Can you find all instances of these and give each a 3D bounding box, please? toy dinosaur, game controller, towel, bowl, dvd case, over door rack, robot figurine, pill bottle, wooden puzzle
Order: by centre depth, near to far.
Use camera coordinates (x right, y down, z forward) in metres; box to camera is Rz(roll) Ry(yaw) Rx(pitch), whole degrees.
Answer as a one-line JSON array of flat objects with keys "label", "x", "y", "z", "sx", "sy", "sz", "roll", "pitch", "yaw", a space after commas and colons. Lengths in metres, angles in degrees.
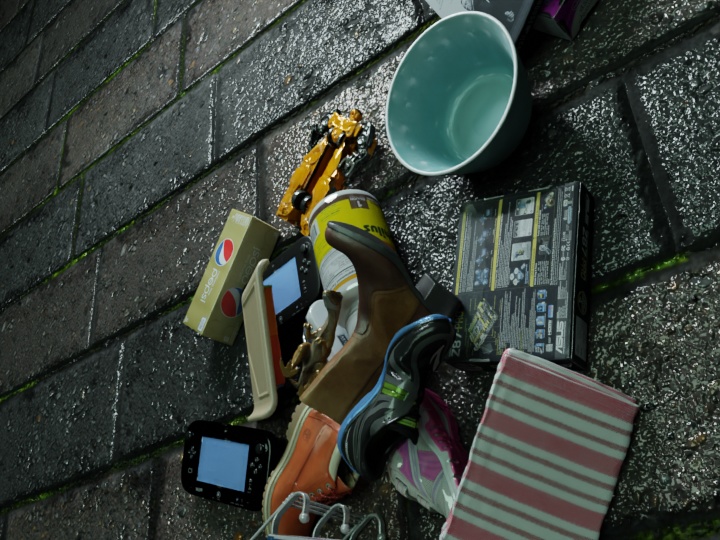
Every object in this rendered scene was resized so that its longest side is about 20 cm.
[{"label": "towel", "x": 0.175, "y": 0.195, "z": 0.697, "sx": 0.143, "sy": 0.030, "sz": 0.204, "roll": 21, "pitch": 84, "yaw": 5}, {"label": "over door rack", "x": -0.081, "y": 0.343, "z": 0.827, "sx": 0.199, "sy": 0.147, "sz": 0.067, "roll": -41, "pitch": 43, "yaw": 19}, {"label": "toy dinosaur", "x": -0.060, "y": 0.116, "z": 0.883, "sx": 0.060, "sy": 0.106, "sz": 0.202, "roll": 32, "pitch": 125, "yaw": 6}, {"label": "bowl", "x": 0.137, "y": -0.206, "z": 0.897, "sx": 0.198, "sy": 0.104, "sz": 0.206, "roll": -13, "pitch": 72, "yaw": 42}, {"label": "dvd case", "x": 0.157, "y": -0.374, "z": 0.934, "sx": 0.202, "sy": 0.024, "sz": 0.152, "roll": 57, "pitch": 149, "yaw": 27}, {"label": "pill bottle", "x": 0.000, "y": 0.000, "z": 0.935, "sx": 0.108, "sy": 0.108, "sz": 0.203, "roll": -35, "pitch": 52, "yaw": 24}, {"label": "wooden puzzle", "x": -0.136, "y": 0.103, "z": 0.985, "sx": 0.185, "sy": 0.036, "sz": 0.206, "roll": 140, "pitch": 127, "yaw": -70}, {"label": "game controller", "x": -0.191, "y": 0.276, "z": 1.020, "sx": 0.197, "sy": 0.042, "sz": 0.107, "roll": -4, "pitch": 68, "yaw": 42}, {"label": "game controller", "x": -0.117, "y": 0.033, "z": 1.054, "sx": 0.199, "sy": 0.041, "sz": 0.107, "roll": -35, "pitch": 48, "yaw": 40}, {"label": "robot figurine", "x": -0.047, "y": -0.150, "z": 1.082, "sx": 0.144, "sy": 0.058, "sz": 0.203, "roll": 35, "pitch": 96, "yaw": 45}]

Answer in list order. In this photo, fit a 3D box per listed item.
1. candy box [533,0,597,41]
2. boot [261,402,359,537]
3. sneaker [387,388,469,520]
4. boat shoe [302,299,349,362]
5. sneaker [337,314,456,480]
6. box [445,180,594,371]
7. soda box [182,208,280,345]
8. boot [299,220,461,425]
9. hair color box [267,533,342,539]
[{"label": "candy box", "x": 0.233, "y": -0.400, "z": 0.941, "sx": 0.200, "sy": 0.060, "sz": 0.138, "roll": 41, "pitch": 102, "yaw": 44}, {"label": "boot", "x": -0.056, "y": 0.266, "z": 0.874, "sx": 0.106, "sy": 0.074, "sz": 0.205, "roll": 25, "pitch": 101, "yaw": 44}, {"label": "sneaker", "x": 0.082, "y": 0.226, "z": 0.787, "sx": 0.088, "sy": 0.081, "sz": 0.202, "roll": -46, "pitch": 39, "yaw": 17}, {"label": "boat shoe", "x": -0.024, "y": 0.136, "z": 0.927, "sx": 0.202, "sy": 0.070, "sz": 0.068, "roll": 57, "pitch": 137, "yaw": 30}, {"label": "sneaker", "x": 0.049, "y": 0.139, "z": 0.765, "sx": 0.202, "sy": 0.070, "sz": 0.083, "roll": -59, "pitch": 39, "yaw": 11}, {"label": "box", "x": 0.180, "y": 0.010, "z": 0.811, "sx": 0.158, "sy": 0.049, "sz": 0.205, "roll": -8, "pitch": 66, "yaw": 39}, {"label": "soda box", "x": -0.206, "y": 0.010, "z": 1.146, "sx": 0.063, "sy": 0.067, "sz": 0.204, "roll": 20, "pitch": 85, "yaw": 45}, {"label": "boot", "x": -0.008, "y": 0.067, "z": 0.817, "sx": 0.202, "sy": 0.187, "sz": 0.069, "roll": -54, "pitch": 19, "yaw": 6}, {"label": "hair color box", "x": 0.002, "y": 0.311, "z": 0.727, "sx": 0.098, "sy": 0.198, "sz": 0.062, "roll": -8, "pitch": 65, "yaw": 38}]
